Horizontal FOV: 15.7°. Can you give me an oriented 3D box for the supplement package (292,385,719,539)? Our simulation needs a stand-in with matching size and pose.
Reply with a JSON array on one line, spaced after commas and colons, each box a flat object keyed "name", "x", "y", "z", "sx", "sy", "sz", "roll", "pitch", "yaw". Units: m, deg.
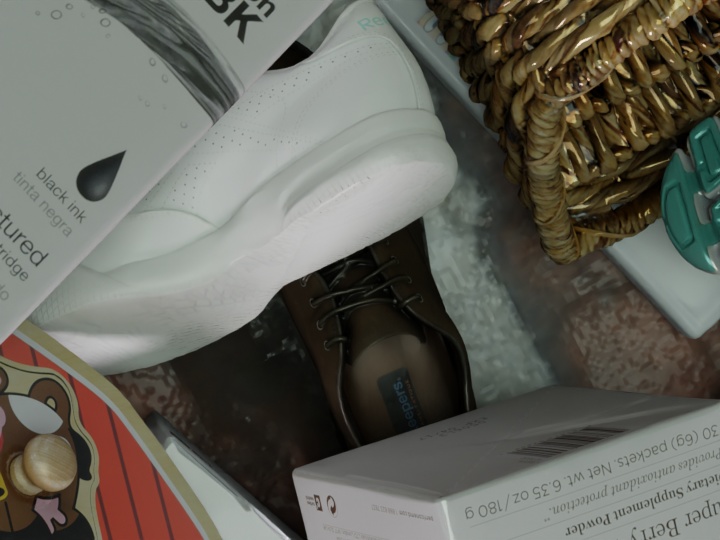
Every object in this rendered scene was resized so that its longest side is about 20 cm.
[{"name": "supplement package", "x": 0.072, "y": 0.154, "z": 0.933, "sx": 0.121, "sy": 0.120, "sz": 0.200, "roll": -17, "pitch": 98, "yaw": -26}]

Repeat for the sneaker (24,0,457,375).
[{"name": "sneaker", "x": -0.061, "y": -0.029, "z": 0.958, "sx": 0.200, "sy": 0.075, "sz": 0.089, "roll": -26, "pitch": 66, "yaw": 18}]

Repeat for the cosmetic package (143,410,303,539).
[{"name": "cosmetic package", "x": -0.103, "y": 0.161, "z": 0.994, "sx": 0.107, "sy": 0.090, "sz": 0.200, "roll": 44, "pitch": 84, "yaw": -10}]

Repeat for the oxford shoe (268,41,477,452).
[{"name": "oxford shoe", "x": 0.000, "y": 0.000, "z": 0.997, "sx": 0.073, "sy": 0.084, "sz": 0.200, "roll": -27, "pitch": 98, "yaw": -5}]

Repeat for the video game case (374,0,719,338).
[{"name": "video game case", "x": 0.129, "y": -0.105, "z": 1.040, "sx": 0.182, "sy": 0.024, "sz": 0.200, "roll": -45, "pitch": 101, "yaw": -3}]

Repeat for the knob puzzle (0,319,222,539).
[{"name": "knob puzzle", "x": -0.112, "y": 0.092, "z": 0.871, "sx": 0.030, "sy": 0.220, "sz": 0.220, "roll": -30, "pitch": 103, "yaw": 37}]

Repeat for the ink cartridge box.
[{"name": "ink cartridge box", "x": -0.114, "y": -0.086, "z": 0.855, "sx": 0.147, "sy": 0.083, "sz": 0.200, "roll": 46, "pitch": 67, "yaw": -11}]

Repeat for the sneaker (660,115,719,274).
[{"name": "sneaker", "x": 0.210, "y": -0.053, "z": 0.970, "sx": 0.200, "sy": 0.091, "sz": 0.078, "roll": -26, "pitch": 64, "yaw": 14}]

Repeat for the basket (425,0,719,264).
[{"name": "basket", "x": 0.137, "y": -0.102, "z": 0.958, "sx": 0.200, "sy": 0.143, "sz": 0.149, "roll": -27, "pitch": 98, "yaw": -6}]
